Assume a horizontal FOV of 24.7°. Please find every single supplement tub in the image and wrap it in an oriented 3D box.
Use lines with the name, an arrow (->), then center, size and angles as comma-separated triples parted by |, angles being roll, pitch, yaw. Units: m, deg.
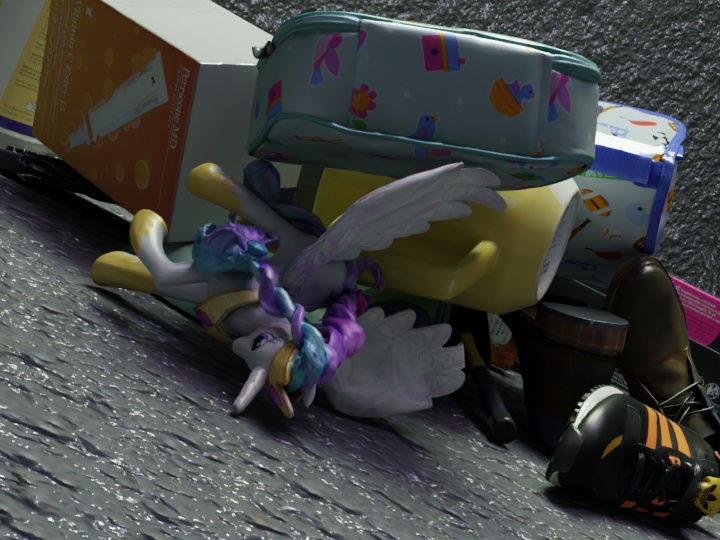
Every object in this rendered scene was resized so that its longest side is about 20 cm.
supplement tub -> -0.272, -0.203, 1.284 | 0.145, 0.200, 0.145 | 26, 7, -3

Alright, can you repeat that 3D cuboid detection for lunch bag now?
lunch bag -> 0.156, -0.070, 1.256 | 0.170, 0.124, 0.200 | 14, -10, 11
lunch bag -> 0.030, -0.097, 0.977 | 0.200, 0.077, 0.160 | 8, -4, -11

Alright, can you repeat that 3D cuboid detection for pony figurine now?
pony figurine -> -0.032, 0.008, 0.940 | 0.193, 0.167, 0.200 | -19, 37, -31

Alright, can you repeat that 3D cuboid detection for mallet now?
mallet -> 0.086, 0.080, 1.180 | 0.041, 0.066, 0.200 | -9, 28, -3

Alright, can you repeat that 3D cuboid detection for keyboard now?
keyboard -> -0.173, -0.059, 1.188 | 0.200, 0.021, 0.127 | 15, 6, 8

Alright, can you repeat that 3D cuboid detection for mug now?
mug -> 0.056, -0.028, 1.112 | 0.153, 0.187, 0.149 | 21, -32, 13

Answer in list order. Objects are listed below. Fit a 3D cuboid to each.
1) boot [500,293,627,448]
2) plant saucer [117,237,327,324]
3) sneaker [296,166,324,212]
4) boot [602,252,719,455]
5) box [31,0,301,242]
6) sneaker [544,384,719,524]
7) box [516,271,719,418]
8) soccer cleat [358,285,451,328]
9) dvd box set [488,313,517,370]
boot -> 0.131, 0.067, 1.200 | 0.075, 0.097, 0.200 | 9, 5, -10
plant saucer -> -0.066, 0.015, 1.107 | 0.200, 0.036, 0.200 | 26, 7, -3
sneaker -> -0.098, -0.061, 1.295 | 0.200, 0.077, 0.082 | -3, 14, 19
boot -> 0.238, 0.082, 1.229 | 0.097, 0.075, 0.200 | 47, -20, 48
box -> -0.131, -0.115, 1.122 | 0.097, 0.125, 0.200 | -5, 27, -38
sneaker -> 0.193, 0.126, 1.065 | 0.090, 0.070, 0.200 | 26, 5, 28
box -> 0.244, 0.060, 1.470 | 0.200, 0.132, 0.115 | 27, 4, 4
soccer cleat -> 0.001, 0.000, 1.244 | 0.065, 0.084, 0.200 | 19, 10, -43
dvd box set -> 0.064, -0.022, 1.377 | 0.200, 0.146, 0.029 | 25, -4, -9
